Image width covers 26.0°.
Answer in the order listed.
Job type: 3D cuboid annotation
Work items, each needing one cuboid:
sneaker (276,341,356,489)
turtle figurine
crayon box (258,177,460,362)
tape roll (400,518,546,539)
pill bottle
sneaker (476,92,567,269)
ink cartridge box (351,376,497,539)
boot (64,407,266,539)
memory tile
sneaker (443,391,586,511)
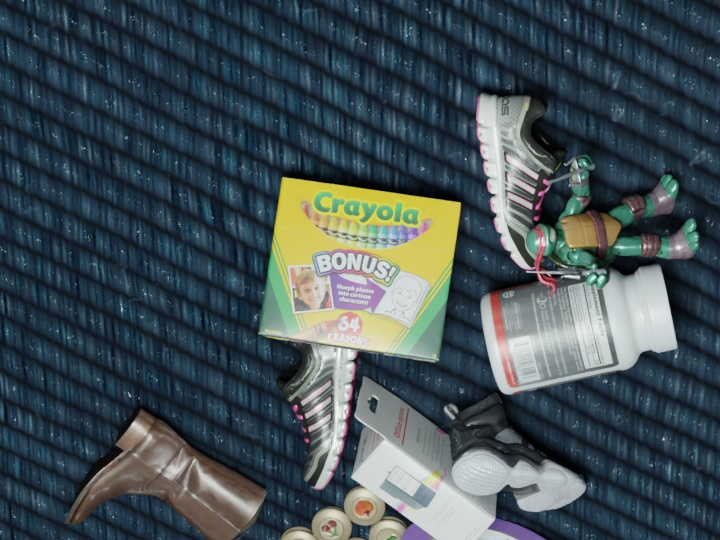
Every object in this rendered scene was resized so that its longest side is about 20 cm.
[{"bbox_3d":[-0.054,0.149,1.778,0.087,0.074,0.202,8,105,2],"label":"sneaker"},{"bbox_3d":[0.249,-0.045,1.644,0.198,0.101,0.151,-7,73,-16],"label":"turtle figurine"},{"bbox_3d":[0.000,0.000,1.701,0.198,0.058,0.174,8,85,2],"label":"crayon box"},{"bbox_3d":[0.137,0.354,1.768,0.198,0.200,0.066,11,110,2],"label":"tape roll"},{"bbox_3d":[0.239,0.061,1.701,0.198,0.116,0.117,-13,108,10],"label":"pill bottle"},{"bbox_3d":[0.183,-0.099,1.673,0.087,0.074,0.201,-10,103,15],"label":"sneaker"},{"bbox_3d":[0.059,0.221,1.773,0.200,0.117,0.067,37,111,-8],"label":"ink cartridge box"},{"bbox_3d":[-0.230,0.283,1.859,0.199,0.064,0.187,36,111,-12],"label":"boot"},{"bbox_3d":[-0.024,0.360,1.884,0.199,0.017,0.154,-34,103,15],"label":"memory tile"},{"bbox_3d":[0.175,0.203,1.779,0.199,0.114,0.075,18,132,-38],"label":"sneaker"}]
